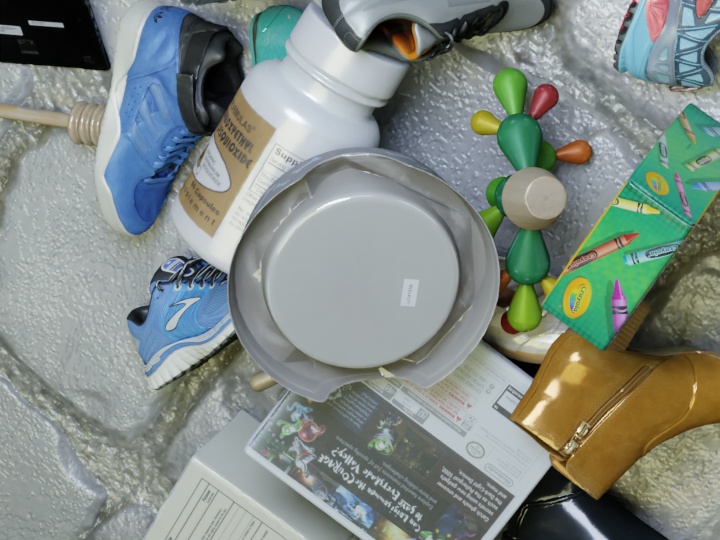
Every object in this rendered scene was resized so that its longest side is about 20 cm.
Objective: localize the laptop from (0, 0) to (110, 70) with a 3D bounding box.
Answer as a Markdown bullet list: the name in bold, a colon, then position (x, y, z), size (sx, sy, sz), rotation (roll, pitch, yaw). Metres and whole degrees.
- **laptop**: position (-0.293, -0.278, 1.760), size (0.177, 0.103, 0.200), rotation (6, 137, 20)

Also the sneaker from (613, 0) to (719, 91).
- **sneaker**: position (0.257, -0.220, 1.531), size (0.095, 0.079, 0.200), rotation (22, 125, 3)

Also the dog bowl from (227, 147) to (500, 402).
- **dog bowl**: position (0.000, 0.000, 1.564), size (0.199, 0.059, 0.201), rotation (-3, 117, -6)

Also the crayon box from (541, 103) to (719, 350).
- **crayon box**: position (0.209, -0.035, 1.539), size (0.058, 0.200, 0.119), rotation (36, 119, 6)

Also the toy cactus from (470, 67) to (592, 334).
- **toy cactus**: position (0.129, -0.049, 1.576), size (0.102, 0.165, 0.201), rotation (7, 91, -7)

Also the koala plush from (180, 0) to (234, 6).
- **koala plush**: position (-0.104, -0.306, 1.496), size (0.177, 0.184, 0.201), rotation (-24, 78, 19)

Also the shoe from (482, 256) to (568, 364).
- **shoe**: position (0.110, 0.024, 1.672), size (0.199, 0.070, 0.054), rotation (13, 137, 20)

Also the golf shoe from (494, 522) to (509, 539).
- **golf shoe**: position (0.065, 0.220, 1.705), size (0.077, 0.088, 0.201), rotation (27, 125, 40)

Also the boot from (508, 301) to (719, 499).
- **boot**: position (0.222, 0.117, 1.621), size (0.201, 0.071, 0.144), rotation (33, 86, -9)

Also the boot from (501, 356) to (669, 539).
- **boot**: position (0.179, 0.164, 1.697), size (0.199, 0.076, 0.169), rotation (18, 119, 22)

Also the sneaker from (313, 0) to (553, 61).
- **sneaker**: position (0.057, -0.187, 1.561), size (0.074, 0.199, 0.080), rotation (-51, 50, 48)

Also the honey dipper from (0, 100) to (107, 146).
- **honey dipper**: position (-0.286, -0.132, 1.801), size (0.199, 0.038, 0.038), rotation (9, 113, 23)

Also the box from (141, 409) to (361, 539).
- **box**: position (-0.069, 0.238, 1.809), size (0.200, 0.109, 0.128), rotation (36, 119, 6)

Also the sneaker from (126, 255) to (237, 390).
- **sneaker**: position (-0.132, 0.024, 1.764), size (0.200, 0.078, 0.089), rotation (-34, 89, 39)

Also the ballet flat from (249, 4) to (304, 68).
- **ballet flat**: position (-0.048, -0.110, 1.688), size (0.070, 0.067, 0.201), rotation (8, 111, 30)

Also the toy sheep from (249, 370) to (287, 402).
- **toy sheep**: position (-0.009, 0.098, 1.721), size (0.138, 0.138, 0.201), rotation (-25, 94, 28)

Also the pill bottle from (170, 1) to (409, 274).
- **pill bottle**: position (-0.050, -0.096, 1.607), size (0.114, 0.114, 0.200), rotation (35, 109, 7)

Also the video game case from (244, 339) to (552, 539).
- **video game case**: position (0.041, 0.127, 1.650), size (0.200, 0.023, 0.182), rotation (37, 98, -5)

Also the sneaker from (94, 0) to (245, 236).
- **sneaker**: position (-0.147, -0.112, 1.725), size (0.111, 0.077, 0.201), rotation (19, 109, 25)
